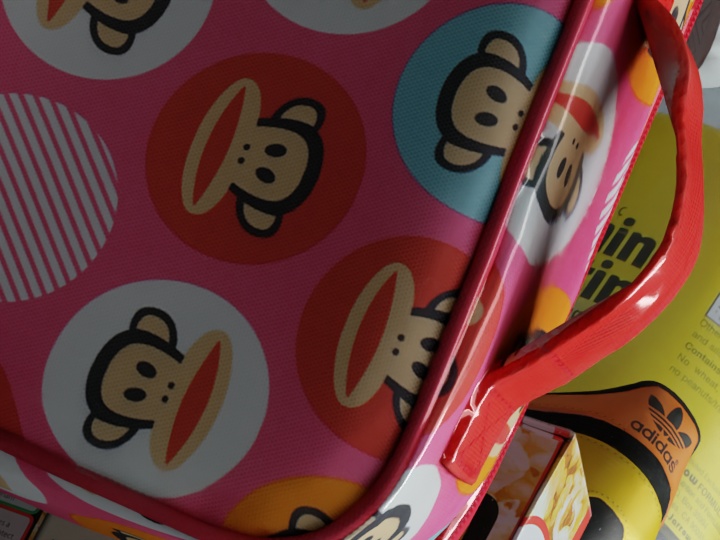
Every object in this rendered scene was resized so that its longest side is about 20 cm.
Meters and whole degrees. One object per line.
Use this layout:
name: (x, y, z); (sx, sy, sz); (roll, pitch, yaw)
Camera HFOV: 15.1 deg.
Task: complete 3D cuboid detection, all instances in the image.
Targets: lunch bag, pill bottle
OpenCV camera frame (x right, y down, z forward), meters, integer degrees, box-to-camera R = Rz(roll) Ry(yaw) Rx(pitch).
lunch bag: (-0.011, -0.039, 0.548); (0.200, 0.176, 0.082); (-65, 159, -10)
pill bottle: (0.097, 0.014, 0.831); (0.200, 0.112, 0.112); (-54, 156, -23)

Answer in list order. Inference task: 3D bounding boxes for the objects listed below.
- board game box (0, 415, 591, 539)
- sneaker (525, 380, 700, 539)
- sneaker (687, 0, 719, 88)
board game box: (-0.060, 0.101, 0.597); (0.200, 0.151, 0.046); (-60, 157, -22)
sneaker: (0.018, 0.070, 0.731); (0.090, 0.070, 0.200); (-43, -165, -25)
sneaker: (0.112, -0.096, 0.755); (0.200, 0.116, 0.074); (-117, -142, -64)
